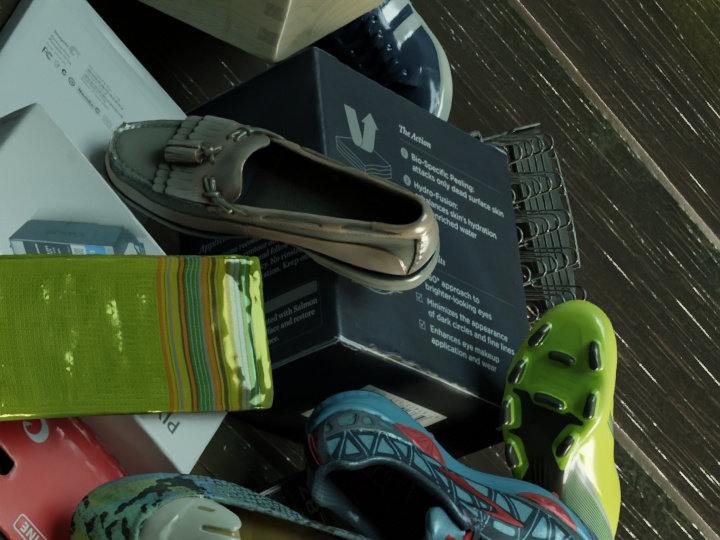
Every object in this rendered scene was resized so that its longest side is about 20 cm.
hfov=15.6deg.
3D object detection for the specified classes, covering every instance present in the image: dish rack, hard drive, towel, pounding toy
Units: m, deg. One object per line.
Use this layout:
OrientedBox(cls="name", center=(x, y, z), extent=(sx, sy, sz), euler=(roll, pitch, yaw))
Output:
OrientedBox(cls="dish rack", center=(0.109, -0.027, 1.814), extent=(0.200, 0.055, 0.153), euler=(-19, 99, -58))
OrientedBox(cls="hard drive", center=(-0.172, -0.067, 1.498), extent=(0.132, 0.027, 0.200), euler=(49, 35, -22))
OrientedBox(cls="towel", center=(-0.124, 0.033, 1.378), extent=(0.200, 0.018, 0.086), euler=(0, 76, -46))
OrientedBox(cls="pounding toy", center=(-0.063, -0.224, 1.573), extent=(0.184, 0.142, 0.200), euler=(26, 29, 17))

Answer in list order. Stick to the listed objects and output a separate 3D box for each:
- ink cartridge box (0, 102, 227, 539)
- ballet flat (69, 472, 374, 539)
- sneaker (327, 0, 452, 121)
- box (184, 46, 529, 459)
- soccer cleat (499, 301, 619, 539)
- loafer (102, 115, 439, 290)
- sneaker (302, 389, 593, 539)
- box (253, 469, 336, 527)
OrientedBox(cls="ink cartridge box", center=(-0.163, 0.042, 1.392), extent=(0.200, 0.045, 0.176), euler=(51, 46, -21))
OrientedBox(cls="ballet flat", center=(-0.051, 0.150, 1.363), extent=(0.200, 0.074, 0.074), euler=(13, 50, -8))
OrientedBox(cls="sneaker", center=(-0.003, -0.169, 1.767), extent=(0.084, 0.075, 0.200), euler=(16, 47, -49))
OrientedBox(cls="box", center=(0.000, 0.000, 1.611), extent=(0.197, 0.117, 0.200), euler=(26, 50, -45))
OrientedBox(cls="soccer cleat", center=(0.125, 0.105, 1.579), extent=(0.084, 0.065, 0.200), euler=(-35, 132, -56))
OrientedBox(cls="loafer", center=(-0.049, -0.050, 1.476), extent=(0.200, 0.063, 0.072), euler=(19, 64, 6))
OrientedBox(cls="sneaker", center=(0.048, 0.153, 1.503), extent=(0.200, 0.079, 0.096), euler=(30, 22, -4))
OrientedBox(cls="box", center=(-0.043, 0.226, 1.465), extent=(0.161, 0.049, 0.200), euler=(-24, 89, -56))
